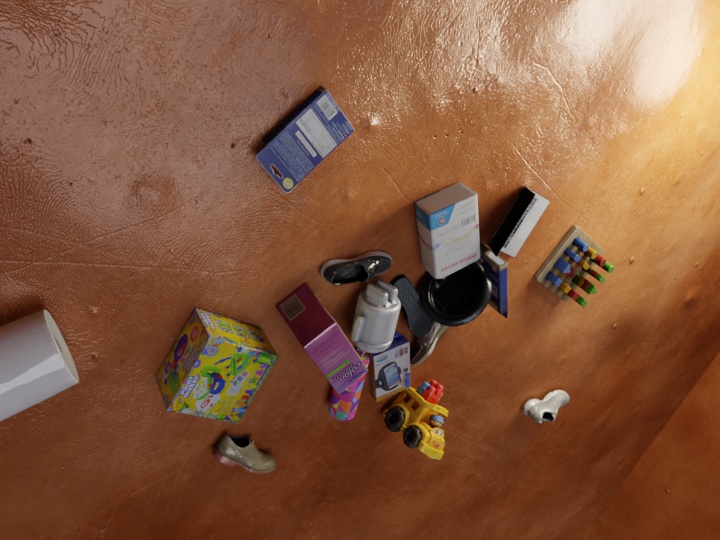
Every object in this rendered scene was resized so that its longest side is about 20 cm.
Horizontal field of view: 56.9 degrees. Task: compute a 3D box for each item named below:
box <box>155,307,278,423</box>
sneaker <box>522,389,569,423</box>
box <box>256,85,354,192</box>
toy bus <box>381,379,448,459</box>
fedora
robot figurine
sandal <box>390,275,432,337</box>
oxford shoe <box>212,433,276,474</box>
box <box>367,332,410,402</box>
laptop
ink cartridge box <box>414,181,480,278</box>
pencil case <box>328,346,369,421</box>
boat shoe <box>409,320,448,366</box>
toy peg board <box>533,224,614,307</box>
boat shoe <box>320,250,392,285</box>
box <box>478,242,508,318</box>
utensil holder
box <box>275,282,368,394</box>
[{"bbox_3d":[-0.330,0.222,1.523,0.191,0.122,0.201,23,106,-40],"label":"box"},{"bbox_3d":[0.674,0.492,2.350,0.197,0.092,0.077,-14,126,-25],"label":"sneaker"},{"bbox_3d":[-0.119,-0.271,1.385,0.200,0.032,0.121,-44,132,-2],"label":"box"},{"bbox_3d":[0.189,0.423,1.943,0.135,0.199,0.193,36,90,-43],"label":"toy bus"},{"bbox_3d":[0.256,0.063,1.792,0.200,0.201,0.092,-37,162,-6],"label":"fedora"},{"bbox_3d":[0.038,0.127,1.700,0.168,0.112,0.203,-18,130,-42],"label":"robot figurine"},{"bbox_3d":[0.137,0.092,1.793,0.075,0.048,0.202,-32,119,-10],"label":"sandal"},{"bbox_3d":[-0.292,0.483,1.755,0.199,0.070,0.075,28,97,-42],"label":"oxford shoe"},{"bbox_3d":[0.082,0.270,1.873,0.117,0.042,0.202,-20,130,-20],"label":"box"},{"bbox_3d":[0.441,-0.116,1.798,0.198,0.116,0.189,19,109,-39],"label":"laptop"},{"bbox_3d":[0.223,-0.100,1.691,0.143,0.085,0.202,-24,128,-17],"label":"ink cartridge box"},{"bbox_3d":[-0.033,0.307,1.798,0.087,0.088,0.203,-2,118,-31],"label":"pencil case"},{"bbox_3d":[0.186,0.179,1.872,0.071,0.072,0.201,31,111,-10],"label":"boat shoe"},{"bbox_3d":[0.667,0.001,2.031,0.198,0.098,0.201,29,101,-41],"label":"toy peg board"},{"bbox_3d":[0.000,0.000,1.625,0.197,0.066,0.071,-5,122,-30],"label":"boat shoe"},{"bbox_3d":[0.362,0.036,1.842,0.032,0.121,0.202,-25,130,-16],"label":"box"},{"bbox_3d":[-0.664,0.186,1.260,0.198,0.170,0.172,-26,130,-19],"label":"utensil holder"},{"bbox_3d":[-0.093,0.164,1.600,0.096,0.176,0.201,-37,133,-6],"label":"box"}]
